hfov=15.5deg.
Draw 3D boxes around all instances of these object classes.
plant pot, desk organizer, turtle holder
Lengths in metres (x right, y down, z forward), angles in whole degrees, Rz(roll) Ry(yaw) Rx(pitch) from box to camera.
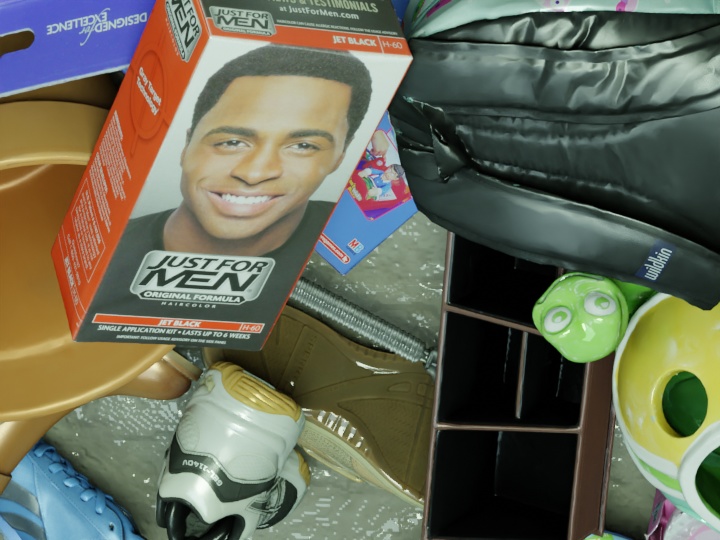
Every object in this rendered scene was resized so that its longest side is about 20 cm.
[{"bbox_3d":[-0.185,-0.038,1.334,0.199,0.140,0.201,-13,142,-10],"label":"plant pot"},{"bbox_3d":[0.084,0.045,1.325,0.071,0.077,0.201,15,112,28],"label":"desk organizer"},{"bbox_3d":[0.182,0.049,1.249,0.140,0.132,0.186,-22,119,22],"label":"turtle holder"}]

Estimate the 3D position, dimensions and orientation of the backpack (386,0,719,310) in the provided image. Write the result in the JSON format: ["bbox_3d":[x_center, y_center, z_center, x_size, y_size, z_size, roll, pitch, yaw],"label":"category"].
[{"bbox_3d":[0.112,-0.080,1.205,0.199,0.127,0.168,3,119,9],"label":"backpack"}]

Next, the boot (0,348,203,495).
[{"bbox_3d":[-0.194,0.090,1.437,0.199,0.155,0.074,11,164,20],"label":"boot"}]

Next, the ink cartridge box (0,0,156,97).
[{"bbox_3d":[-0.182,-0.176,1.255,0.197,0.201,0.043,-12,155,22],"label":"ink cartridge box"}]

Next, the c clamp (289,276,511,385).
[{"bbox_3d":[0.000,0.000,1.384,0.199,0.027,0.172,22,102,-1],"label":"c clamp"}]

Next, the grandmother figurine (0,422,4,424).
[{"bbox_3d":[-0.245,0.072,1.387,0.121,0.201,0.061,-5,164,-16],"label":"grandmother figurine"}]

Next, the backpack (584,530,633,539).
[{"bbox_3d":[0.109,0.237,1.435,0.182,0.135,0.200,-14,129,24],"label":"backpack"}]

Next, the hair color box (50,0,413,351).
[{"bbox_3d":[-0.063,-0.050,1.209,0.101,0.061,0.200,3,136,-25],"label":"hair color box"}]

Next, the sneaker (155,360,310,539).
[{"bbox_3d":[-0.078,0.114,1.412,0.075,0.088,0.200,28,164,11],"label":"sneaker"}]

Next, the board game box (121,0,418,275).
[{"bbox_3d":[-0.027,-0.109,1.288,0.134,0.045,0.200,-39,117,14],"label":"board game box"}]

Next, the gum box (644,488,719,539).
[{"bbox_3d":[0.216,0.170,1.396,0.066,0.114,0.201,-14,116,23],"label":"gum box"}]

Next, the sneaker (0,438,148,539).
[{"bbox_3d":[-0.164,0.138,1.498,0.078,0.066,0.201,-29,89,18],"label":"sneaker"}]

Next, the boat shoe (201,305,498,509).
[{"bbox_3d":[0.005,0.079,1.435,0.199,0.071,0.065,31,163,1],"label":"boat shoe"}]
